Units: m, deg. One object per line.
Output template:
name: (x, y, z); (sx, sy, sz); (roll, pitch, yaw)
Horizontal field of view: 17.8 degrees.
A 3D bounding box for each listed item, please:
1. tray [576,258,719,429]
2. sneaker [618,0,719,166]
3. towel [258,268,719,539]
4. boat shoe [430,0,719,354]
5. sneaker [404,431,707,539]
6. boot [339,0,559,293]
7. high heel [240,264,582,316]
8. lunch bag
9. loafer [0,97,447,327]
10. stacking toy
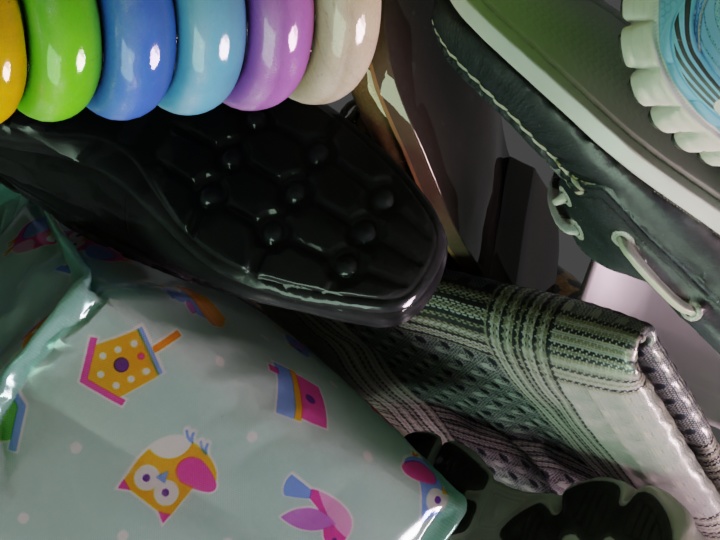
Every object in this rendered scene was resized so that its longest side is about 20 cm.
tray: (0.175, 0.019, 0.770); (0.200, 0.022, 0.108); (23, 116, 13)
sneaker: (0.167, -0.036, 0.659); (0.200, 0.079, 0.090); (31, 152, -30)
towel: (0.053, 0.057, 0.843); (0.192, 0.035, 0.200); (15, 156, 36)
boat shoe: (0.094, -0.021, 0.719); (0.200, 0.076, 0.060); (39, 124, -7)
sneaker: (0.057, 0.117, 0.834); (0.200, 0.081, 0.083); (9, 156, 48)
boot: (0.013, -0.036, 0.791); (0.075, 0.074, 0.200); (6, 154, 19)
high heel: (0.000, 0.000, 0.904); (0.200, 0.072, 0.142); (10, 163, 46)
lunch bag: (-0.080, 0.057, 0.831); (0.170, 0.122, 0.200); (33, -177, -22)
loafer: (-0.059, -0.034, 0.756); (0.200, 0.068, 0.070); (24, 165, 20)
stacking toy: (-0.098, -0.070, 0.662); (0.200, 0.086, 0.085); (-15, 172, -24)
